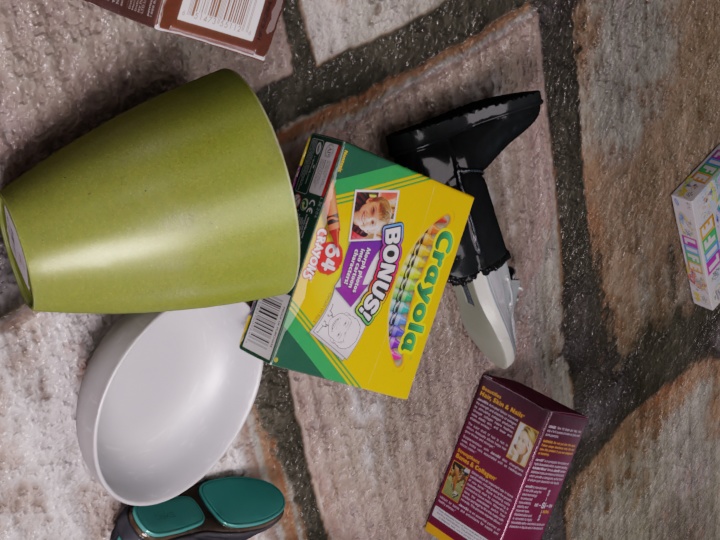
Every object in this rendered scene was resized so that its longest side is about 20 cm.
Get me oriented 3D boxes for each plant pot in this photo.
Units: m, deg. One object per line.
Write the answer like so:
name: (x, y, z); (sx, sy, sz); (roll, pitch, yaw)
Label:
plant pot: (-0.175, -0.042, 1.000); (0.198, 0.187, 0.189); (-18, 122, -21)

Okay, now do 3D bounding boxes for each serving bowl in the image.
serving bowl: (-0.175, 0.100, 1.116); (0.199, 0.065, 0.202); (-35, 138, -38)

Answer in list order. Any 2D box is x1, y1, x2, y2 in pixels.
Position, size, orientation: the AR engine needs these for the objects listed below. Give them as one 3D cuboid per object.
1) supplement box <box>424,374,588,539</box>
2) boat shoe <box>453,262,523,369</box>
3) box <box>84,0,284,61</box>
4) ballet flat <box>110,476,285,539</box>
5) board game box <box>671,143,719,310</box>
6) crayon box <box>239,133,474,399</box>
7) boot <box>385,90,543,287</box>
supplement box: (0.170, 0.239, 1.495); (0.085, 0.110, 0.202); (15, 98, -47)
boat shoe: (0.146, 0.020, 1.399); (0.071, 0.070, 0.202); (-36, 127, -19)
box: (-0.151, -0.214, 0.906); (0.099, 0.199, 0.076); (8, 106, -45)
ballet flat: (-0.158, 0.242, 1.216); (0.199, 0.073, 0.074); (0, 109, -51)
board game box: (0.486, -0.064, 1.720); (0.134, 0.034, 0.201); (-43, 133, -21)
crayon box: (0.000, 0.000, 1.155); (0.171, 0.058, 0.202); (18, 91, -40)
boot: (0.118, -0.082, 1.293); (0.197, 0.073, 0.165); (-23, 104, -28)
